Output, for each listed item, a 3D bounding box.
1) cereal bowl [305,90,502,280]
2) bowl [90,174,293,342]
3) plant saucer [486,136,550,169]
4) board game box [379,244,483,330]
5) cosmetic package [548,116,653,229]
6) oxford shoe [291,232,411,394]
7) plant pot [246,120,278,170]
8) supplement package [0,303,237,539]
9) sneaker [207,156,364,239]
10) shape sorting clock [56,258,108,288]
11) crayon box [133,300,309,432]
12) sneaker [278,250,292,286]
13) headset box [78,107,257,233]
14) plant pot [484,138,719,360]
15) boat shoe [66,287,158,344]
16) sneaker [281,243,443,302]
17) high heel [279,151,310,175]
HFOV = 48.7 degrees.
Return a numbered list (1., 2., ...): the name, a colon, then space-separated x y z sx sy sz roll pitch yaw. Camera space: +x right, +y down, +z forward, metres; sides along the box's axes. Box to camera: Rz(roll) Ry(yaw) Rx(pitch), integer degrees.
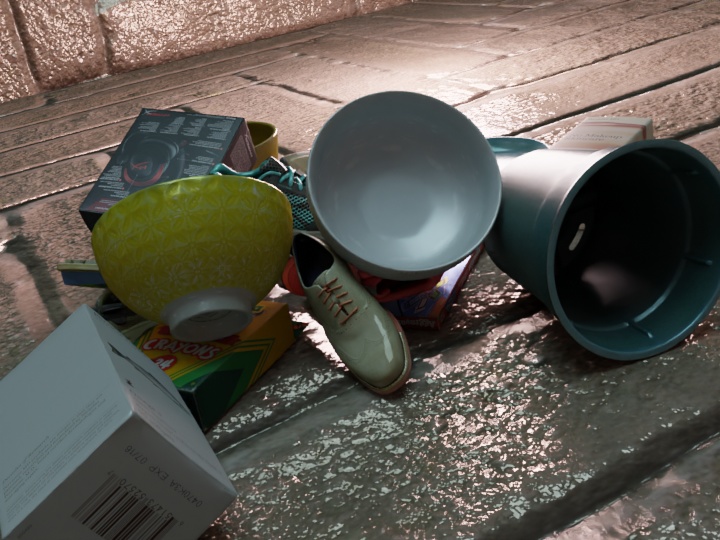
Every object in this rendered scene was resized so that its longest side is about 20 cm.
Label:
1. cereal bowl: 0.041 -0.080 0.826 0.198 0.202 0.083 -15 -16 -11
2. bowl: -0.153 0.005 0.774 0.198 0.200 0.108 -13 67 -7
3. plant saucer: 0.199 -0.167 1.250 0.198 0.028 0.200 -7 25 3
4. board game box: 0.072 0.010 0.932 0.102 0.020 0.200 -1 27 25
5. cosmetic package: 0.316 -0.136 1.069 0.103 0.088 0.200 7 30 34
6. oxford shoe: -0.019 0.039 0.787 0.071 0.074 0.200 -42 50 5
7. plant pot: -0.206 -0.120 1.164 0.198 0.143 0.200 -8 26 4
8. supplement package: -0.200 0.134 0.617 0.117 0.117 0.200 -45 34 -7
9. sneaker: -0.082 -0.081 0.875 0.198 0.092 0.078 -4 29 0
10. shape sorting clock: -0.262 0.002 0.960 0.198 0.040 0.200 0 -5 0
11. crayon box: -0.157 0.081 0.832 0.126 0.051 0.200 4 28 28
12. sneaker: -0.016 -0.031 1.000 0.199 0.074 0.112 -20 -6 27
13. headset box: -0.233 -0.099 0.967 0.147 0.075 0.201 8 54 15
14. plant pot: 0.227 -0.037 0.797 0.199 0.202 0.196 -16 17 -13
15. boat shoe: -0.261 0.046 0.887 0.073 0.065 0.200 -20 10 7
16. sneaker: 0.000 0.000 0.876 0.198 0.074 0.087 -9 27 15
17. high heel: -0.071 -0.089 1.030 0.142 0.072 0.199 -17 -25 34
